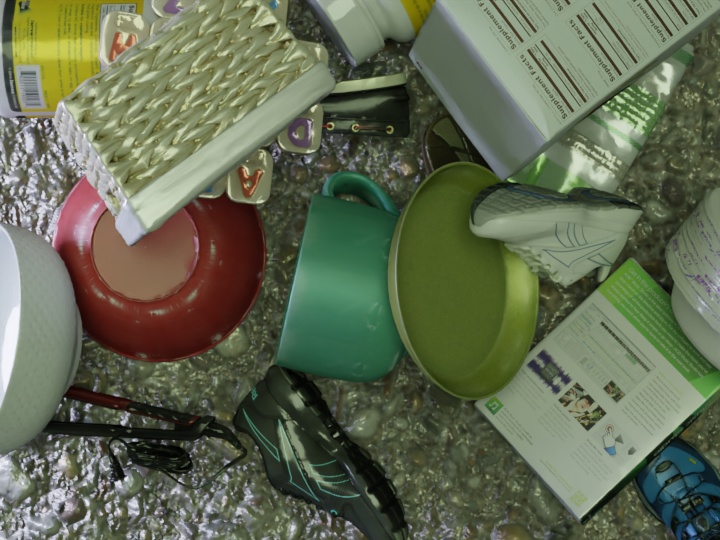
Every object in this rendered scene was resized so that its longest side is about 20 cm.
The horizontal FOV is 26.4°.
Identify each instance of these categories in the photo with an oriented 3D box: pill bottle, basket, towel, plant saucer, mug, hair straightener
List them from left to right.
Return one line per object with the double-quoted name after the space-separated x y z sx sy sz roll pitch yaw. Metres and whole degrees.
-0.226 -0.193 1.365 0.198 0.112 0.114 -1 88 -2 "pill bottle"
-0.201 0.156 1.382 0.198 0.041 0.078 11 88 2 "hair straightener"
-0.140 -0.130 1.235 0.200 0.135 0.124 -39 96 -13 "basket"
0.000 0.004 1.341 0.113 0.152 0.187 13 87 -3 "mug"
0.050 -0.277 1.372 0.199 0.114 0.115 -36 89 -3 "pill bottle"
0.084 0.009 1.305 0.031 0.199 0.202 -4 87 41 "plant saucer"
0.200 -0.155 1.412 0.148 0.031 0.201 30 88 1 "towel"

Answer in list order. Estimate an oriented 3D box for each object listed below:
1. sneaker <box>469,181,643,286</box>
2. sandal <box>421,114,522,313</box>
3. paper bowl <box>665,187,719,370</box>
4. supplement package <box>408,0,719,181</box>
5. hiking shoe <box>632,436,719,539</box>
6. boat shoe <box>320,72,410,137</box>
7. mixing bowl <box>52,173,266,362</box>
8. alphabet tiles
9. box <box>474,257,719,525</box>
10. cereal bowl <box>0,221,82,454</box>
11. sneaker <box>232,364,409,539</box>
0.170 -0.028 1.333 0.199 0.074 0.088 3 106 -41 "sneaker"
0.092 -0.039 1.390 0.081 0.055 0.202 -15 90 -22 "sandal"
0.352 0.030 1.330 0.200 0.201 0.105 36 117 1 "paper bowl"
0.171 -0.204 1.295 0.199 0.191 0.148 -37 88 -8 "supplement package"
0.313 0.226 1.368 0.074 0.087 0.201 -35 88 -2 "hiking shoe"
-0.054 -0.137 1.384 0.199 0.074 0.064 -5 99 4 "boat shoe"
-0.185 -0.017 1.361 0.198 0.108 0.202 0 88 -1 "mixing bowl"
-0.127 -0.161 1.316 0.198 0.015 0.198 7 87 -14 "alphabet tiles"
0.222 0.107 1.376 0.200 0.036 0.144 -42 69 -1 "box"
-0.299 0.062 1.330 0.083 0.199 0.202 10 87 -36 "cereal bowl"
-0.034 0.180 1.382 0.079 0.075 0.200 -40 82 11 "sneaker"
